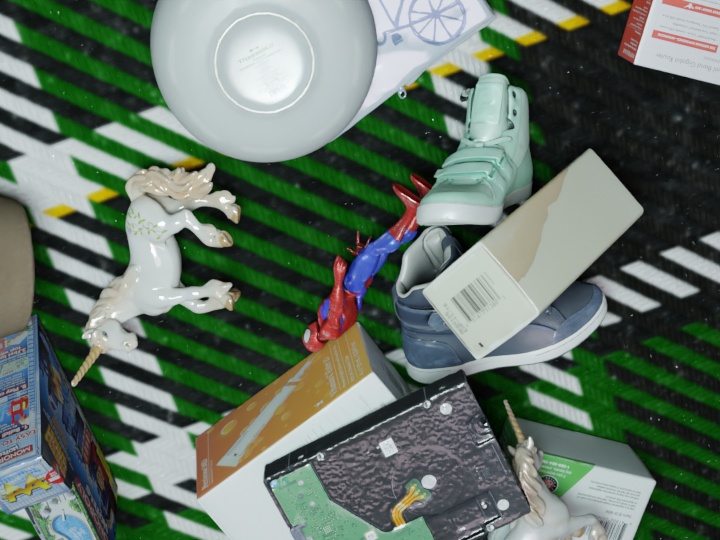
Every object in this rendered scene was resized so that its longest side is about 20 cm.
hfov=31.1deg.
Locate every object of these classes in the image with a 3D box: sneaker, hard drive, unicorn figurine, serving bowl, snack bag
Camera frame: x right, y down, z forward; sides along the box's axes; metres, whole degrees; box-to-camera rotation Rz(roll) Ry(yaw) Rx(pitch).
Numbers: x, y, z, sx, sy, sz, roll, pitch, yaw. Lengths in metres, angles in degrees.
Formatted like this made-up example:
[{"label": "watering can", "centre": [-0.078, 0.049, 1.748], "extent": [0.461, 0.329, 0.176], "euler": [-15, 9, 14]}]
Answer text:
[{"label": "sneaker", "centre": [0.126, 0.018, 1.192], "extent": [0.200, 0.077, 0.147], "euler": [-17, 128, -1]}, {"label": "hard drive", "centre": [0.032, 0.191, 1.134], "extent": [0.199, 0.038, 0.141], "euler": [-27, 105, 5]}, {"label": "unicorn figurine", "centre": [0.161, 0.244, 1.202], "extent": [0.137, 0.074, 0.202], "euler": [30, 80, -39]}, {"label": "serving bowl", "centre": [-0.081, -0.182, 1.096], "extent": [0.198, 0.066, 0.202], "euler": [-2, 112, -4]}, {"label": "snack bag", "centre": [-0.010, -0.232, 1.129], "extent": [0.199, 0.021, 0.189], "euler": [-38, 110, 9]}, {"label": "sneaker", "centre": [0.095, -0.106, 1.112], "extent": [0.073, 0.200, 0.120], "euler": [2, 105, 23]}, {"label": "unicorn figurine", "centre": [-0.179, 0.002, 1.161], "extent": [0.136, 0.074, 0.202], "euler": [4, 96, 3]}]

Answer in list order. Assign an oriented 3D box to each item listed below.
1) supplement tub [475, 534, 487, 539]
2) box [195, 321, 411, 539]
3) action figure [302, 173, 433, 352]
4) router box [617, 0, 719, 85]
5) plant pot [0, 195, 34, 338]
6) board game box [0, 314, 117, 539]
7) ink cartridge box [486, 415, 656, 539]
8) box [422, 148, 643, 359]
[{"label": "supplement tub", "centre": [0.062, 0.252, 1.260], "extent": [0.121, 0.123, 0.202], "euler": [13, 108, -12]}, {"label": "box", "centre": [-0.048, 0.161, 1.210], "extent": [0.199, 0.125, 0.098], "euler": [-36, 110, 5]}, {"label": "action figure", "centre": [0.000, 0.000, 1.186], "extent": [0.051, 0.065, 0.201], "euler": [35, 117, 7]}, {"label": "router box", "centre": [0.352, -0.254, 1.157], "extent": [0.198, 0.049, 0.181], "euler": [12, 108, -12]}, {"label": "plant pot", "centre": [-0.370, 0.002, 1.088], "extent": [0.173, 0.200, 0.202], "euler": [-2, 111, -25]}, {"label": "board game box", "centre": [-0.280, 0.170, 1.140], "extent": [0.061, 0.200, 0.202], "euler": [-20, 111, -1]}, {"label": "ink cartridge box", "centre": [0.188, 0.266, 1.303], "extent": [0.145, 0.083, 0.202], "euler": [15, 106, -13]}, {"label": "box", "centre": [0.153, -0.017, 1.124], "extent": [0.078, 0.200, 0.095], "euler": [50, 135, 3]}]
